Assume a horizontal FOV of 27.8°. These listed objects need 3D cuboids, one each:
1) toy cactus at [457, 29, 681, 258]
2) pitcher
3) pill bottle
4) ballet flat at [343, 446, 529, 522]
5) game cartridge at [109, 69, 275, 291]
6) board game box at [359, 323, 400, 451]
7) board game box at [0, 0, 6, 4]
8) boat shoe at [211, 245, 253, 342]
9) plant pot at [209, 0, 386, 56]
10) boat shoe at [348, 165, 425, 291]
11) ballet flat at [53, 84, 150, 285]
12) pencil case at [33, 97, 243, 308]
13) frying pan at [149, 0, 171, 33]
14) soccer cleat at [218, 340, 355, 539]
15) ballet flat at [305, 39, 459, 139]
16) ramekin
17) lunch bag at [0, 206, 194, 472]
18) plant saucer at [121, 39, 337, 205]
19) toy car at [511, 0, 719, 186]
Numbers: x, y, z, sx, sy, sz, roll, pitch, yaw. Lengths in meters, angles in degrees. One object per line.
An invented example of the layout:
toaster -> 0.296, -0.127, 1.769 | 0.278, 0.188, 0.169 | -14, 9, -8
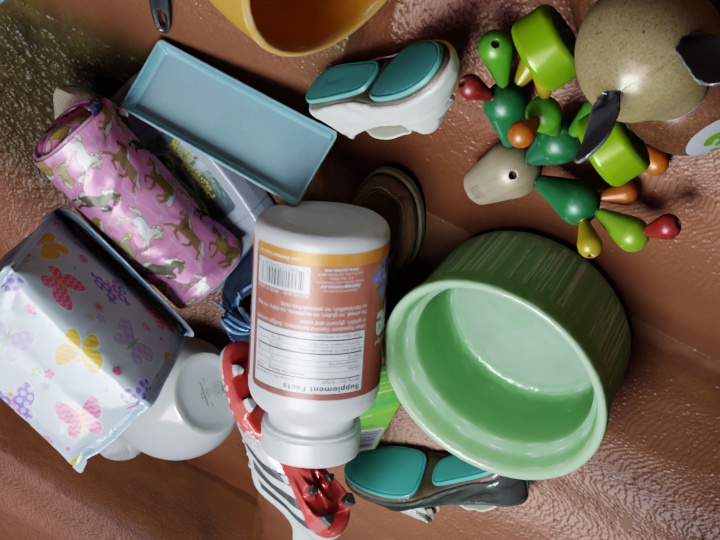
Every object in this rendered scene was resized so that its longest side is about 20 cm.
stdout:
toy cactus -> 0.135, -0.080, 1.094 | 0.200, 0.103, 0.165 | 42, 147, -14
pitcher -> -0.213, 0.108, 1.475 | 0.199, 0.121, 0.173 | -12, 102, 53
pill bottle -> -0.036, 0.053, 1.189 | 0.111, 0.112, 0.202 | 13, 110, 26
ballet flat -> 0.074, 0.207, 1.381 | 0.198, 0.068, 0.069 | -7, 129, 39
game cartridge -> -0.162, -0.082, 1.331 | 0.200, 0.041, 0.133 | 48, 133, -8
board game box -> -0.001, 0.107, 1.335 | 0.201, 0.095, 0.030 | 118, 140, -48
board game box -> -0.299, -0.284, 1.141 | 0.135, 0.200, 0.034 | 45, 137, -5
boat shoe -> -0.091, 0.026, 1.316 | 0.083, 0.069, 0.201 | 8, 149, -8
plant pot -> -0.068, -0.282, 1.004 | 0.183, 0.199, 0.201 | 39, 139, 23
boat shoe -> 0.000, 0.000, 1.259 | 0.072, 0.068, 0.201 | 31, 135, 12
ballet flat -> -0.230, -0.072, 1.316 | 0.067, 0.062, 0.201 | -10, 117, 39
pencil case -> -0.191, -0.058, 1.264 | 0.086, 0.083, 0.200 | -37, 112, 10
frying pan -> -0.155, -0.273, 1.171 | 0.114, 0.031, 0.190 | -4, 143, 26
soccer cleat -> -0.080, 0.160, 1.328 | 0.085, 0.068, 0.201 | -34, 87, 49
ballet flat -> 0.030, -0.133, 1.115 | 0.070, 0.069, 0.199 | 58, 155, -18
ramekin -> 0.126, 0.065, 1.202 | 0.198, 0.098, 0.202 | 19, 133, 22
lunch bag -> -0.239, 0.042, 1.244 | 0.127, 0.200, 0.170 | -42, 100, 19
plant saucer -> -0.111, -0.125, 1.226 | 0.199, 0.070, 0.019 | 30, 178, 25
toy car -> 0.189, -0.122, 0.898 | 0.163, 0.200, 0.158 | -32, 104, 22
